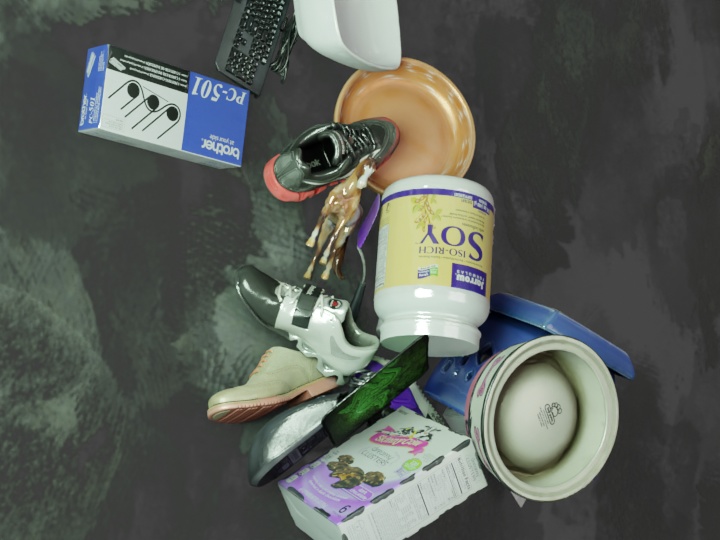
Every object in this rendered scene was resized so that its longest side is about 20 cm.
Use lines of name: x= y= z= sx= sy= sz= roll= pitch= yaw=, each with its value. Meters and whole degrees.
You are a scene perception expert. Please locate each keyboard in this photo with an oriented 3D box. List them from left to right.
keyboard: x=-0.108 y=-0.314 z=1.422 sx=0.104 sy=0.039 sz=0.201 roll=30 pitch=68 yaw=-41

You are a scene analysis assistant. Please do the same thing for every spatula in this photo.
spatula: x=0.000 y=0.000 z=1.476 sx=0.057 sy=0.020 sz=0.201 roll=-89 pitch=-172 yaw=-64

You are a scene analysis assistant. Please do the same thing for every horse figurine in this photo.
horse figurine: x=-0.027 y=-0.058 z=1.432 sx=0.200 sy=0.050 sz=0.133 roll=96 pitch=19 yaw=-71

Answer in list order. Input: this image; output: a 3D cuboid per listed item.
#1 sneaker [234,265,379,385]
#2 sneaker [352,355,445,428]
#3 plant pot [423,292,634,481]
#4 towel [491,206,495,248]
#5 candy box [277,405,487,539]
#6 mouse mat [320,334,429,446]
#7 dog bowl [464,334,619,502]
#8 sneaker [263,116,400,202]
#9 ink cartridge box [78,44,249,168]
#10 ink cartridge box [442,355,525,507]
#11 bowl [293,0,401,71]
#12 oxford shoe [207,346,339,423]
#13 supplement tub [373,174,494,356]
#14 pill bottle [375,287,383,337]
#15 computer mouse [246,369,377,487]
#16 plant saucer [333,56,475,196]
sneaker: x=-0.060 y=0.047 z=1.394 sx=0.200 sy=0.088 sz=0.074 roll=39 pitch=33 yaw=-17
sneaker: x=0.040 y=0.199 z=1.533 sx=0.200 sy=0.069 sz=0.100 roll=51 pitch=58 yaw=-31
plant pot: x=0.236 y=0.146 z=1.556 sx=0.199 sy=0.200 sz=0.181 roll=30 pitch=86 yaw=-25
towel: x=0.159 y=-0.001 z=1.614 sx=0.200 sy=0.034 sz=0.133 roll=79 pitch=24 yaw=-71
candy box: x=0.025 y=0.260 z=1.406 sx=0.199 sy=0.167 sz=0.072 roll=-29 pitch=110 yaw=-23
mouse mat: x=0.022 y=0.150 z=1.399 sx=0.161 sy=0.008 sz=0.200 roll=-39 pitch=163 yaw=-8
dog bowl: x=0.215 y=0.176 z=1.403 sx=0.199 sy=0.074 sz=0.202 roll=-1 pitch=91 yaw=-26
sneaker: x=-0.022 y=-0.149 z=1.429 sx=0.200 sy=0.098 sz=0.071 roll=-25 pitch=83 yaw=-29
ink cartridge box: x=-0.218 y=-0.182 z=1.298 sx=0.199 sy=0.044 sz=0.095 roll=12 pitch=81 yaw=-46
ink cartridge box: x=0.219 y=0.230 z=1.736 sx=0.163 sy=0.057 sz=0.201 roll=-52 pitch=128 yaw=-34
bowl: x=-0.024 y=-0.350 z=1.454 sx=0.199 sy=0.074 sz=0.201 roll=1 pitch=80 yaw=-63
oxford shoe: x=-0.114 y=0.135 z=1.389 sx=0.199 sy=0.071 sz=0.074 roll=-9 pitch=74 yaw=-51
supplement tub: x=0.091 y=-0.004 z=1.430 sx=0.145 sy=0.145 sz=0.201 roll=20 pitch=68 yaw=-44
pill bottle: x=0.081 y=-0.002 z=1.558 sx=0.104 sy=0.104 sz=0.201 roll=32 pitch=66 yaw=-40
computer mouse: x=-0.065 y=0.184 z=1.399 sx=0.200 sy=0.139 sz=0.053 roll=-36 pitch=75 yaw=-14
plant saucer: x=0.056 y=-0.186 z=1.538 sx=0.199 sy=0.037 sz=0.202 roll=5 pitch=75 yaw=-18
